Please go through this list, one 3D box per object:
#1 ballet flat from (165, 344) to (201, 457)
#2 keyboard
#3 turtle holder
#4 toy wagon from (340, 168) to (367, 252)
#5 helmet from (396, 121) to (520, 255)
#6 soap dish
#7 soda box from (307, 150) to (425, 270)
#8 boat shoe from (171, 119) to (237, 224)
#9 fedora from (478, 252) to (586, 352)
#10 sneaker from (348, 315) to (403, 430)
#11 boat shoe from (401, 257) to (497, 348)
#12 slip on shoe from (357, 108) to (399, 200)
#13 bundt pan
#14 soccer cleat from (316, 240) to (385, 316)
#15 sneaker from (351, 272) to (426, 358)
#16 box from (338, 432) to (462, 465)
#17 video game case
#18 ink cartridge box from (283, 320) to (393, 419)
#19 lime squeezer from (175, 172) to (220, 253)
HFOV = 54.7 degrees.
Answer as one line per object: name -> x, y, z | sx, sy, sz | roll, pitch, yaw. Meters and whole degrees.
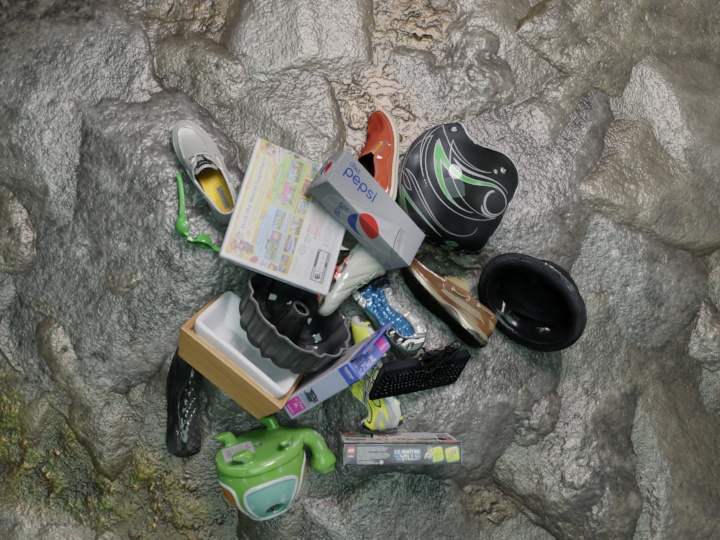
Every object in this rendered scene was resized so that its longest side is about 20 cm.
ballet flat -> -0.293, 0.212, 1.179 | 0.065, 0.056, 0.205 | 1, 83, 37
keyboard -> 0.110, 0.173, 1.156 | 0.197, 0.040, 0.106 | -5, 127, -37
turtle holder -> -0.147, 0.323, 1.151 | 0.184, 0.139, 0.135 | -23, 108, -46
toy wagon -> -0.057, -0.104, 1.222 | 0.195, 0.040, 0.159 | 2, 86, -5
helmet -> 0.152, -0.140, 1.174 | 0.188, 0.200, 0.203 | 28, 84, -4
soap dish -> -0.191, 0.138, 1.138 | 0.199, 0.158, 0.082 | 39, 112, -2
soda box -> 0.012, -0.092, 1.105 | 0.200, 0.063, 0.069 | 45, 60, -24
boat shoe -> -0.264, -0.174, 1.185 | 0.070, 0.070, 0.203 | -26, 84, -9
fedora -> 0.308, 0.041, 1.213 | 0.202, 0.200, 0.091 | 53, 47, 0
sneaker -> 0.013, 0.178, 1.194 | 0.075, 0.075, 0.204 | -17, 87, -7
boat shoe -> 0.159, 0.047, 1.223 | 0.200, 0.076, 0.074 | 44, 73, -4
slip on shoe -> 0.026, -0.196, 1.192 | 0.060, 0.074, 0.204 | 15, 60, -25
bundt pan -> -0.116, 0.086, 1.137 | 0.201, 0.202, 0.076 | 40, 116, -3
soccer cleat -> 0.000, 0.000, 1.162 | 0.077, 0.069, 0.202 | 38, 70, -12
sneaker -> 0.038, 0.072, 1.207 | 0.074, 0.087, 0.201 | -29, 67, -13
box -> 0.063, 0.300, 1.173 | 0.195, 0.110, 0.036 | 1, 86, -5
video game case -> -0.109, -0.083, 1.097 | 0.179, 0.023, 0.204 | 21, 73, -17
ink cartridge box -> -0.029, 0.161, 1.118 | 0.199, 0.119, 0.042 | -38, 91, 33
lime squeezer -> -0.275, -0.070, 1.205 | 0.201, 0.038, 0.071 | 49, 51, -1
